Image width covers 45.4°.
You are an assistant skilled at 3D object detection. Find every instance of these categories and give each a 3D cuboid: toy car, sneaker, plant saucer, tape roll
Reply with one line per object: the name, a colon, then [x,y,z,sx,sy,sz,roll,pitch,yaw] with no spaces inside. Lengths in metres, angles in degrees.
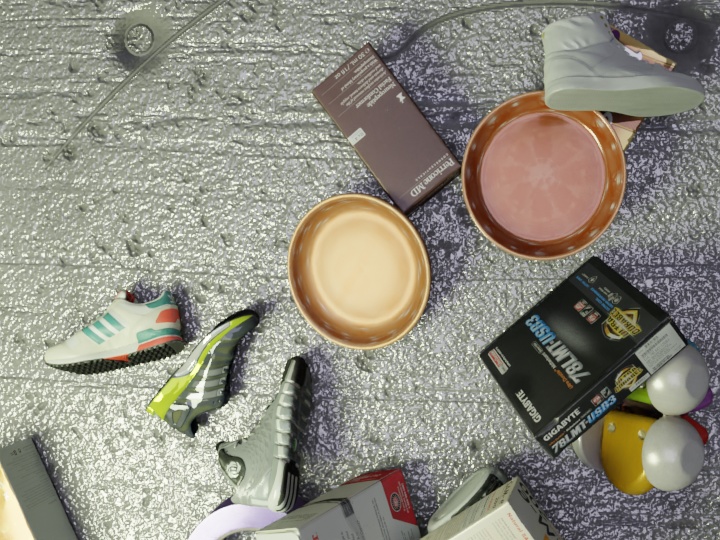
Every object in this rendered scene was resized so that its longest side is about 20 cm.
toy car: [0.356,0.163,1.033,0.147,0.174,0.205,4,90,-27]
sneaker: [0.308,-0.249,1.014,0.195,0.074,0.118,3,70,-11]
plant saucer: [0.000,0.000,1.106,0.196,0.037,0.205,5,105,20]
plant saucer: [0.221,-0.114,1.048,0.195,0.032,0.205,0,90,8]
tape roll: [-0.132,0.393,1.122,0.195,0.085,0.205,0,90,7]
sneaker: [-0.334,0.081,1.169,0.195,0.070,0.095,-12,70,10]
sneaker: [-0.195,0.136,1.146,0.081,0.074,0.201,41,101,-3]
sneaker: [-0.131,0.204,1.106,0.113,0.075,0.204,-3,59,18]

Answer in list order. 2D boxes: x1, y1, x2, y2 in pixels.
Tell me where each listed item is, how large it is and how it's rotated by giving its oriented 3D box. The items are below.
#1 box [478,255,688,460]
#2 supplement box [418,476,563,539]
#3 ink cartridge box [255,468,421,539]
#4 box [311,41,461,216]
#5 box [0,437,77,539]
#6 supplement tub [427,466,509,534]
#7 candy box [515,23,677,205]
box: [0.253,0.094,1.016,0.198,0.201,0.050,-40,113,6]
supplement box: [0.133,0.345,0.970,0.199,0.073,0.127,-38,86,21]
ink cartridge box: [-0.017,0.347,1.043,0.083,0.198,0.147,-19,87,40]
box: [0.035,-0.178,1.108,0.100,0.075,0.201,-38,87,6]
box: [-0.476,0.352,1.163,0.123,0.097,0.203,-27,86,7]
supplement tub: [0.186,0.354,1.059,0.122,0.122,0.201,-42,85,6]
candy box: [0.292,-0.196,1.081,0.115,0.056,0.202,32,95,7]
